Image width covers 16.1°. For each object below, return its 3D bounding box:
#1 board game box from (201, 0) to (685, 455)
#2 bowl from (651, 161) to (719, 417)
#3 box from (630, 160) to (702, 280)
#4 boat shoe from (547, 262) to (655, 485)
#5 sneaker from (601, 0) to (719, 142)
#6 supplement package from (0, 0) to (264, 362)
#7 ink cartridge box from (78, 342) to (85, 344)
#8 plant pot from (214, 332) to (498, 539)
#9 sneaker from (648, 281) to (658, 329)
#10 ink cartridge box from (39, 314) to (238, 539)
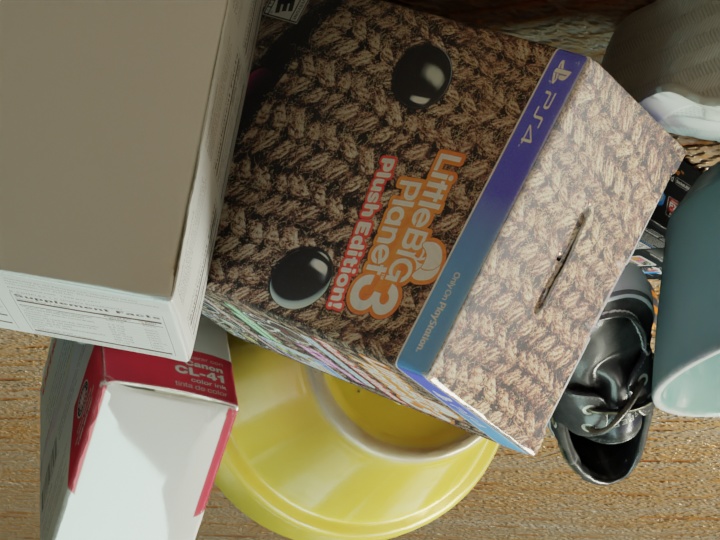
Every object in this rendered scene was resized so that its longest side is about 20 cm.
[{"bbox_3d":[0.018,-0.030,1.177,0.200,0.159,0.097,19,168,40],"label":"board game box"},{"bbox_3d":[0.231,-0.005,1.272,0.201,0.105,0.201,-12,163,-4],"label":"bowl"},{"bbox_3d":[0.097,-0.044,1.399,0.159,0.046,0.200,-2,161,41],"label":"box"},{"bbox_3d":[0.123,0.060,1.306,0.070,0.066,0.200,-19,157,-8],"label":"boat shoe"},{"bbox_3d":[0.195,-0.090,1.129,0.116,0.074,0.200,13,175,-15],"label":"sneaker"},{"bbox_3d":[-0.134,-0.080,1.124,0.156,0.200,0.111,10,165,3],"label":"supplement package"},{"bbox_3d":[-0.122,-0.049,1.336,0.147,0.083,0.200,-29,163,-2],"label":"ink cartridge box"},{"bbox_3d":[0.008,0.061,1.532,0.201,0.201,0.189,14,168,-13],"label":"plant pot"},{"bbox_3d":[0.103,-0.001,1.316,0.200,0.078,0.112,15,159,-37],"label":"sneaker"},{"bbox_3d":[-0.135,0.075,1.502,0.086,0.148,0.200,11,-151,-13],"label":"ink cartridge box"}]
